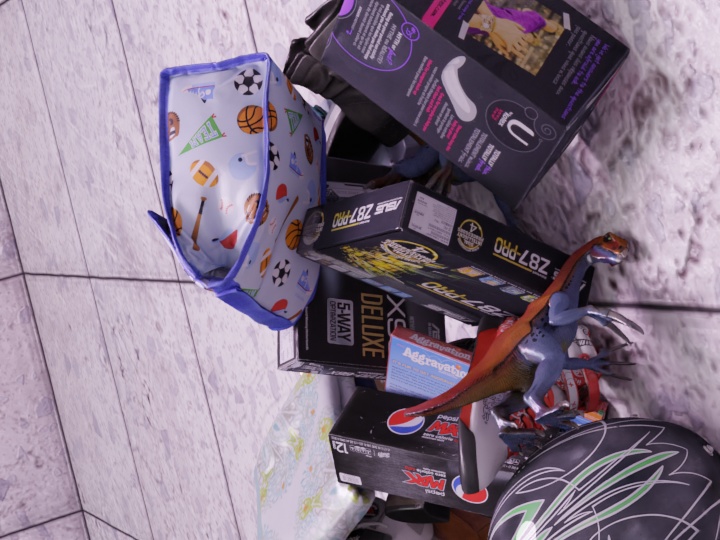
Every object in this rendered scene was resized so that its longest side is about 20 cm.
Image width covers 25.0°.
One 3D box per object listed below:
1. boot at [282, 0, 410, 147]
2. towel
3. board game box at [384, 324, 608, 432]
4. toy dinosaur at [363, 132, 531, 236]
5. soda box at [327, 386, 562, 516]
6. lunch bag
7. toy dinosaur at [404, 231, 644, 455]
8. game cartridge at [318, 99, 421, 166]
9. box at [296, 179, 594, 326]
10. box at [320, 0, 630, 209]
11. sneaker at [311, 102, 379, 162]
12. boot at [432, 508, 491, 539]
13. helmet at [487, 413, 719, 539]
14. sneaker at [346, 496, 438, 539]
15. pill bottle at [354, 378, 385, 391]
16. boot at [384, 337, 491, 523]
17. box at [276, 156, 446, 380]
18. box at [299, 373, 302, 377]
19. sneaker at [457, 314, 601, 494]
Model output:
[{"bbox_3d":[0.026,-0.194,1.388,0.200,0.130,0.068,-41,28,38],"label":"boot"},{"bbox_3d":[-0.051,0.203,1.584,0.172,0.048,0.201,-59,27,33],"label":"towel"},{"bbox_3d":[0.115,0.123,1.444,0.199,0.019,0.103,21,133,16],"label":"board game box"},{"bbox_3d":[0.085,-0.103,1.423,0.181,0.105,0.201,-29,66,46],"label":"toy dinosaur"},{"bbox_3d":[0.076,0.162,1.433,0.199,0.071,0.064,10,131,24],"label":"soda box"},{"bbox_3d":[-0.101,-0.060,1.401,0.170,0.123,0.201,38,-133,-67],"label":"lunch bag"},{"bbox_3d":[0.147,0.042,1.265,0.105,0.199,0.182,126,156,-53],"label":"toy dinosaur"},{"bbox_3d":[0.010,-0.133,1.643,0.200,0.040,0.134,138,117,-64],"label":"game cartridge"},{"bbox_3d":[0.070,-0.010,1.367,0.161,0.199,0.049,-7,64,56],"label":"box"},{"bbox_3d":[0.087,-0.167,1.267,0.200,0.106,0.122,38,148,6],"label":"box"},{"bbox_3d":[-0.041,-0.137,1.617,0.121,0.083,0.200,51,150,24],"label":"sneaker"},{"bbox_3d":[0.136,0.295,1.623,0.200,0.068,0.189,53,142,26],"label":"boot"},{"bbox_3d":[0.197,0.212,1.273,0.200,0.199,0.191,57,167,35],"label":"helmet"},{"bbox_3d":[0.006,0.268,1.557,0.074,0.200,0.089,-9,103,29],"label":"sneaker"},{"bbox_3d":[0.019,0.098,1.667,0.201,0.110,0.111,69,156,12],"label":"pill bottle"},{"bbox_3d":[0.103,0.145,1.532,0.069,0.199,0.175,47,-137,-57],"label":"boot"},{"bbox_3d":[0.000,0.000,1.520,0.050,0.157,0.201,-30,57,58],"label":"box"},{"bbox_3d":[-0.020,0.111,1.742,0.021,0.163,0.201,-26,77,21],"label":"box"},{"bbox_3d":[0.140,0.106,1.324,0.202,0.107,0.068,-72,-18,-55],"label":"sneaker"}]
